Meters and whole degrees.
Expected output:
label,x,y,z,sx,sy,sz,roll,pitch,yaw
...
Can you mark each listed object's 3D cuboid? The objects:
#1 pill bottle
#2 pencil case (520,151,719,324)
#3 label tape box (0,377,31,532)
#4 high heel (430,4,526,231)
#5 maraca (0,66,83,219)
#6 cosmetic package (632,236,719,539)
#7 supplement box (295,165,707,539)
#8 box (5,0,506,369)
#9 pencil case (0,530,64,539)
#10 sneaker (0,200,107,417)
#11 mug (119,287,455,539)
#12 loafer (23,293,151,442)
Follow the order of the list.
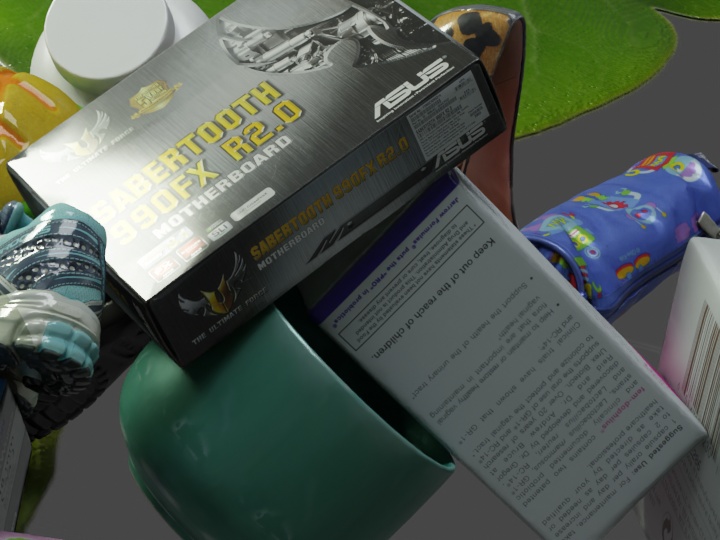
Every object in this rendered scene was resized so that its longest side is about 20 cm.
label,x,y,z,sx,sy,sz,roll,pitch,yaw
pill bottle,-0.123,-0.090,1.574,0.110,0.200,0.112,-3,64,7
pencil case,0.152,-0.011,1.687,0.086,0.079,0.200,12,25,33
label tape box,-0.233,0.072,1.277,0.143,0.064,0.200,12,-16,2
high heel,0.079,-0.038,1.471,0.201,0.142,0.071,53,40,-1
maraca,-0.228,-0.040,1.433,0.199,0.108,0.137,-25,31,-15
cosmetic package,0.265,0.098,1.428,0.198,0.167,0.168,4,28,-11
supplement box,0.066,0.037,1.401,0.200,0.103,0.101,43,5,-18
box,-0.052,-0.060,1.343,0.199,0.048,0.158,-36,41,-11
pencil case,-0.194,0.151,1.242,0.198,0.088,0.088,9,27,-2
sneaker,-0.168,0.017,1.312,0.077,0.087,0.200,24,-19,-27
mug,-0.036,0.091,1.373,0.185,0.114,0.152,42,7,-36
loafer,-0.150,0.024,1.417,0.072,0.199,0.073,60,7,23
